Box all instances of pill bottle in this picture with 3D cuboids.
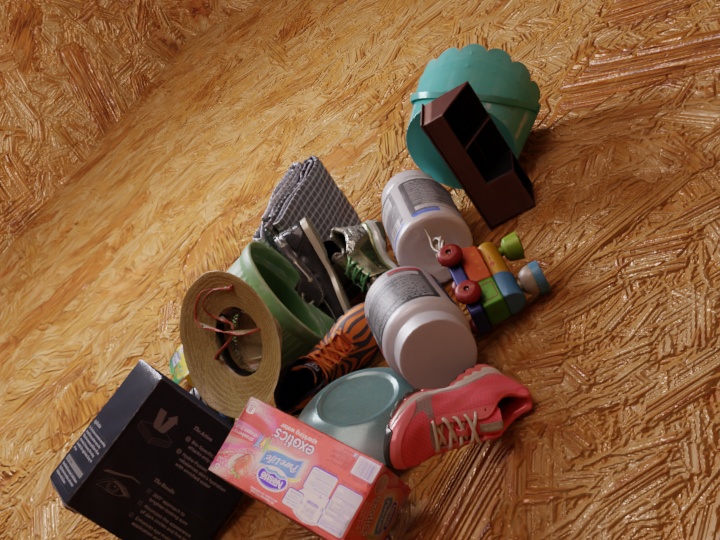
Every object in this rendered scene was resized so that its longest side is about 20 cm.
[{"bbox_3d":[0.093,-0.072,1.563,0.114,0.114,0.200,-35,26,9],"label":"pill bottle"},{"bbox_3d":[0.075,0.075,1.328,0.114,0.114,0.200,-38,19,3],"label":"pill bottle"}]

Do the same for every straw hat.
[{"bbox_3d":[-0.151,0.093,1.424,0.201,0.202,0.085,-18,-6,38],"label":"straw hat"}]

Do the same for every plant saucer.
[{"bbox_3d":[0.001,0.173,1.309,0.200,0.039,0.201,-16,28,9],"label":"plant saucer"}]

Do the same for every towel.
[{"bbox_3d":[-0.081,-0.071,1.741,0.085,0.166,0.200,-13,36,33],"label":"towel"}]

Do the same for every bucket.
[{"bbox_3d":[0.171,-0.235,1.635,0.207,0.207,0.135,-19,36,37],"label":"bucket"}]

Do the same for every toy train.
[{"bbox_3d":[0.163,-0.018,1.378,0.115,0.085,0.200,-25,46,4],"label":"toy train"}]

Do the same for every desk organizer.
[{"bbox_3d":[0.171,-0.165,1.511,0.077,0.200,0.072,-27,28,20],"label":"desk organizer"}]

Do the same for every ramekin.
[{"bbox_3d":[-0.130,0.063,1.560,0.098,0.200,0.200,-42,25,12],"label":"ramekin"}]

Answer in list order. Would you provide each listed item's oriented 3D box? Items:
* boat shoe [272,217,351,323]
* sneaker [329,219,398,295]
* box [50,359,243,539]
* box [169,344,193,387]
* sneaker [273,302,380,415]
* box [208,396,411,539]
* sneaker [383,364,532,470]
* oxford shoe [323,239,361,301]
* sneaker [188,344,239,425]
[{"bbox_3d":[-0.061,0.024,1.545,0.067,0.200,0.072,-28,-6,2],"label":"boat shoe"},{"bbox_3d":[0.000,0.000,1.556,0.200,0.088,0.077,-110,29,-48],"label":"sneaker"},{"bbox_3d":[-0.265,0.261,1.389,0.200,0.197,0.117,-53,26,-10],"label":"box"},{"bbox_3d":[-0.236,0.125,1.771,0.200,0.048,0.117,-37,26,2],"label":"box"},{"bbox_3d":[-0.040,0.124,1.425,0.200,0.078,0.112,-50,-11,1],"label":"sneaker"},{"bbox_3d":[-0.058,0.238,1.188,0.200,0.095,0.103,21,72,32],"label":"box"},{"bbox_3d":[0.111,0.162,1.155,0.200,0.074,0.087,-25,26,-36],"label":"sneaker"},{"bbox_3d":[-0.019,-0.024,1.660,0.073,0.085,0.200,-22,18,26],"label":"oxford shoe"},{"bbox_3d":[-0.219,0.177,1.520,0.071,0.082,0.200,3,-83,-82],"label":"sneaker"}]
